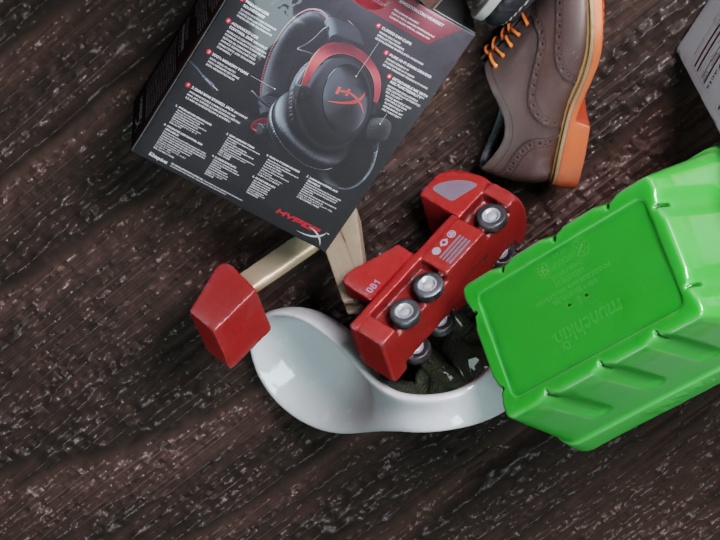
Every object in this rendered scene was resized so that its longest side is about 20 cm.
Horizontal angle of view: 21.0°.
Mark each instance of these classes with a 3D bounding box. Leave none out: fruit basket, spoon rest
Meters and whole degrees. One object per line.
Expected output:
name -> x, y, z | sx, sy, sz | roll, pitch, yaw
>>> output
fruit basket -> 0.190, 0.010, 1.245 | 0.214, 0.157, 0.216 | -18, 163, -6
spoon rest -> 0.005, 0.073, 1.311 | 0.198, 0.061, 0.100 | 5, 125, 33

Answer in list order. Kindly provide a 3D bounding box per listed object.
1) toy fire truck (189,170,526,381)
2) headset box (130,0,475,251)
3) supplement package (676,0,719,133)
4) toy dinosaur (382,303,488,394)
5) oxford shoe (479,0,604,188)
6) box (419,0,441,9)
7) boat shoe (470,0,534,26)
toy fire truck -> 0.000, 0.000, 1.287 | 0.200, 0.140, 0.049 | -47, 147, -20
headset box -> -0.033, -0.135, 1.219 | 0.148, 0.075, 0.201 | 26, 115, -19
supplement package -> 0.330, -0.113, 1.194 | 0.190, 0.201, 0.148 | 23, 116, -18
toy dinosaur -> 0.073, 0.062, 1.346 | 0.200, 0.077, 0.102 | -43, 102, 14
oxford shoe -> 0.114, -0.142, 1.234 | 0.072, 0.071, 0.202 | 3, 121, -1
box -> 0.073, -0.257, 1.107 | 0.100, 0.075, 0.200 | 41, 122, -10
boat shoe -> 0.142, -0.215, 1.137 | 0.060, 0.074, 0.200 | 33, 107, -19
